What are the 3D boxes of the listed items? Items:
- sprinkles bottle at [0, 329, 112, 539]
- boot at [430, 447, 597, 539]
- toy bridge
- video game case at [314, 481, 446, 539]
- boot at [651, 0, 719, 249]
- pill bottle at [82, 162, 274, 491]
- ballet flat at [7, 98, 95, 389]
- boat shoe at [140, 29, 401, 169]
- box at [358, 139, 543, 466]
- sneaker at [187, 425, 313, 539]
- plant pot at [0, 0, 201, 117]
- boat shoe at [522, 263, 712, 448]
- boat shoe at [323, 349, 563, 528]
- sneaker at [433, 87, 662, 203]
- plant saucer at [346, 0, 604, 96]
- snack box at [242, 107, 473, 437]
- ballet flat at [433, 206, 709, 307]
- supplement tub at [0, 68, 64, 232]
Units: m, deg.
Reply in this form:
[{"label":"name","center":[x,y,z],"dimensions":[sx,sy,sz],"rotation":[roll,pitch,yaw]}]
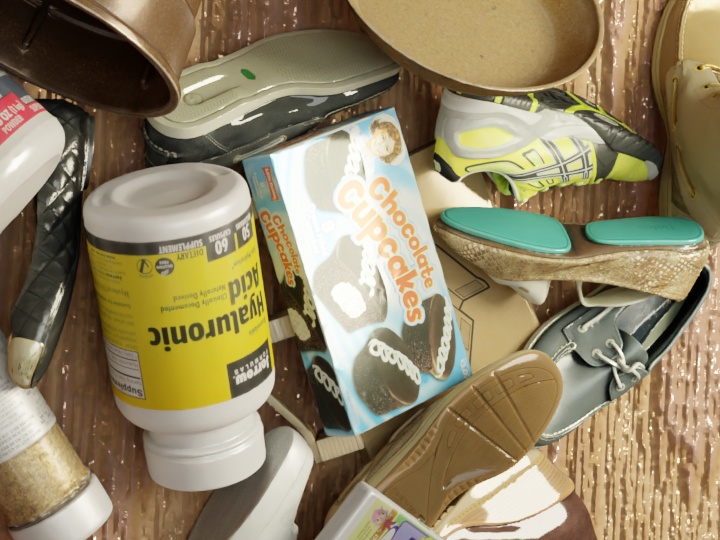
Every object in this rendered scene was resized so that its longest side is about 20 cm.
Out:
[{"label":"sprinkles bottle","center":[-0.240,0.092,1.478],"dimensions":[0.068,0.068,0.201],"rotation":[-34,104,-17]},{"label":"boot","center":[0.096,0.235,1.617],"dimensions":[0.200,0.072,0.167],"rotation":[-38,103,-20]},{"label":"toy bridge","center":[-0.059,0.039,1.561],"dimensions":[0.067,0.027,0.201],"rotation":[-18,100,2]},{"label":"video game case","center":[0.003,0.268,1.545],"dimensions":[0.182,0.022,0.200],"rotation":[38,89,-31]},{"label":"boot","center":[0.271,-0.124,1.620],"dimensions":[0.072,0.155,0.201],"rotation":[8,76,-17]},{"label":"pill bottle","center":[-0.116,0.039,1.493],"dimensions":[0.111,0.111,0.201],"rotation":[-16,114,-20]},{"label":"ballet flat","center":[-0.212,-0.018,1.476],"dimensions":[0.057,0.066,0.201],"rotation":[9,68,-10]},{"label":"boat shoe","center":[-0.061,-0.115,1.554],"dimensions":[0.199,0.072,0.068],"rotation":[-21,138,-27]},{"label":"box","center":[0.039,0.023,1.613],"dimensions":[0.163,0.021,0.201],"rotation":[-26,102,-19]},{"label":"sneaker","center":[-0.063,0.215,1.559],"dimensions":[0.115,0.074,0.201],"rotation":[31,90,-23]},{"label":"plant pot","center":[-0.168,-0.234,1.438],"dimensions":[0.200,0.200,0.199],"rotation":[29,74,-20]},{"label":"boat shoe","center":[0.182,0.054,1.635],"dimensions":[0.200,0.062,0.073],"rotation":[-43,110,-26]},{"label":"boat shoe","center":[0.054,0.123,1.575],"dimensions":[0.200,0.064,0.071],"rotation":[-39,112,-11]},{"label":"sneaker","center":[0.130,-0.089,1.619],"dimensions":[0.199,0.075,0.077],"rotation":[12,108,-33]},{"label":"plant saucer","center":[0.070,-0.185,1.562],"dimensions":[0.199,0.036,0.201],"rotation":[12,46,-13]},{"label":"snack box","center":[0.000,0.000,1.548],"dimensions":[0.116,0.037,0.201],"rotation":[-24,101,-37]},{"label":"ballet flat","center":[0.148,-0.004,1.601],"dimensions":[0.199,0.071,0.066],"rotation":[5,117,-3]},{"label":"supplement tub","center":[-0.296,-0.098,1.392],"dimensions":[0.200,0.140,0.140],"rotation":[42,77,-2]}]
